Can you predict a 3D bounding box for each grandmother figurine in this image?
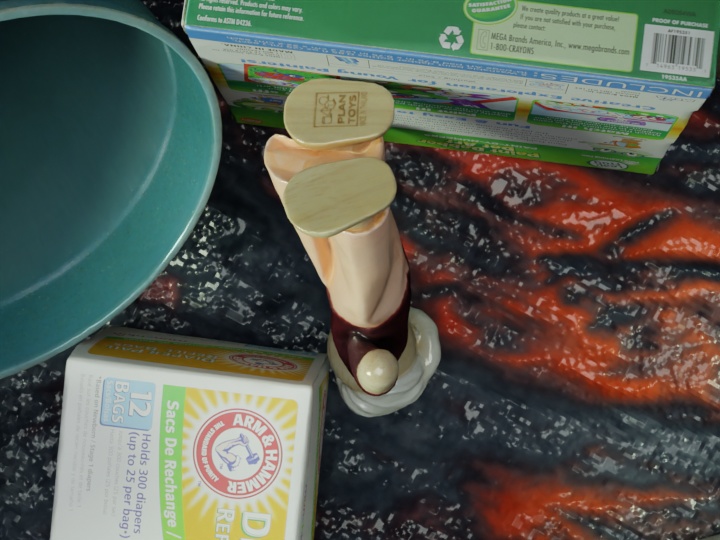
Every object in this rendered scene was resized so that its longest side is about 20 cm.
[{"bbox_3d":[0.000,0.000,0.839,0.060,0.200,0.122,4,59,9],"label":"grandmother figurine"}]

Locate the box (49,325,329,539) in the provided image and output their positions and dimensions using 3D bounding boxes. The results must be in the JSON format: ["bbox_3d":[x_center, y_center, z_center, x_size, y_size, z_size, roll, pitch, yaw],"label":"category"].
[{"bbox_3d":[-0.079,0.134,0.889,0.111,0.101,0.202,6,96,3],"label":"box"}]

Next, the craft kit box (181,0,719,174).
[{"bbox_3d":[0.037,-0.085,0.813,0.198,0.198,0.049,7,82,2],"label":"craft kit box"}]

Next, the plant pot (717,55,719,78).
[{"bbox_3d":[0.253,-0.152,0.813,0.173,0.200,0.202,15,96,-15],"label":"plant pot"}]

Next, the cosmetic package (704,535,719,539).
[{"bbox_3d":[0.152,0.215,0.825,0.164,0.200,0.166,-17,94,5],"label":"cosmetic package"}]

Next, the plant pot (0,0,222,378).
[{"bbox_3d":[-0.187,-0.085,0.818,0.200,0.200,0.188,-39,57,6],"label":"plant pot"}]
